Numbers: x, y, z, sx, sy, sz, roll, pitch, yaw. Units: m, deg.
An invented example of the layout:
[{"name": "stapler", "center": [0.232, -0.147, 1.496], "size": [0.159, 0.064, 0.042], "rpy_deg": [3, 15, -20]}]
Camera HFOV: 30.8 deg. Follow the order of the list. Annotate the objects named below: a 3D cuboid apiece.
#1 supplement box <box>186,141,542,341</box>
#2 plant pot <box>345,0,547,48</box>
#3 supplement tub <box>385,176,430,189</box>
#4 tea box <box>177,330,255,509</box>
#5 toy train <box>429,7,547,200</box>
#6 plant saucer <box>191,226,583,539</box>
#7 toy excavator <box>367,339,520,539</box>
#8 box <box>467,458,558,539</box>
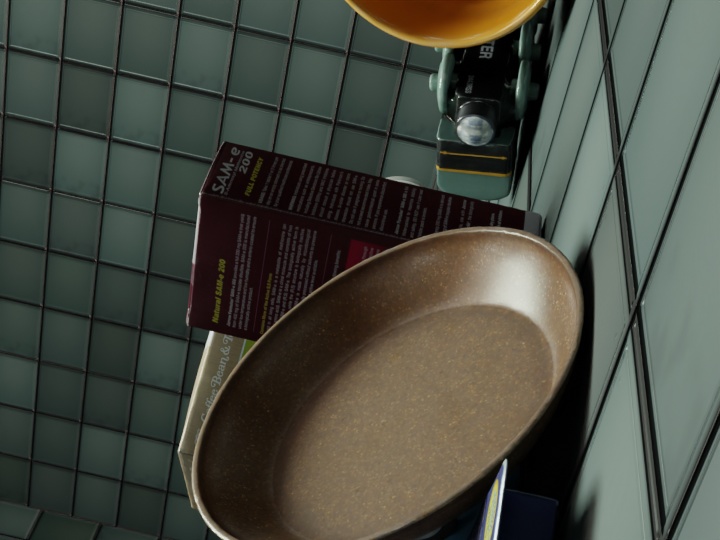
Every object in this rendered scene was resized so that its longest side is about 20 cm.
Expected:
[{"name": "supplement box", "center": [0.000, 0.000, 0.801], "size": [0.061, 0.200, 0.109], "rpy_deg": [-76, -1, -50]}, {"name": "plant pot", "center": [0.085, -0.290, 0.967], "size": [0.183, 0.200, 0.200], "rpy_deg": [-51, -21, -52]}, {"name": "supplement tub", "center": [0.046, -0.034, 1.816], "size": [0.200, 0.145, 0.145], "rpy_deg": [-77, 0, -60]}, {"name": "tea box", "center": [-0.023, 0.120, 0.978], "size": [0.200, 0.197, 0.134], "rpy_deg": [104, 179, -69]}, {"name": "toy train", "center": [0.101, -0.149, 1.045], "size": [0.200, 0.085, 0.114], "rpy_deg": [-76, -10, -46]}, {"name": "plant saucer", "center": [0.016, 0.059, 0.598], "size": [0.037, 0.200, 0.200], "rpy_deg": [56, -151, -30]}, {"name": "toy excavator", "center": [0.020, 0.161, 0.699], "size": [0.194, 0.200, 0.100], "rpy_deg": [-26, 29, 27]}, {"name": "box", "center": [0.045, 0.169, 0.527], "size": [0.200, 0.032, 0.121], "rpy_deg": [99, -177, -58]}]
